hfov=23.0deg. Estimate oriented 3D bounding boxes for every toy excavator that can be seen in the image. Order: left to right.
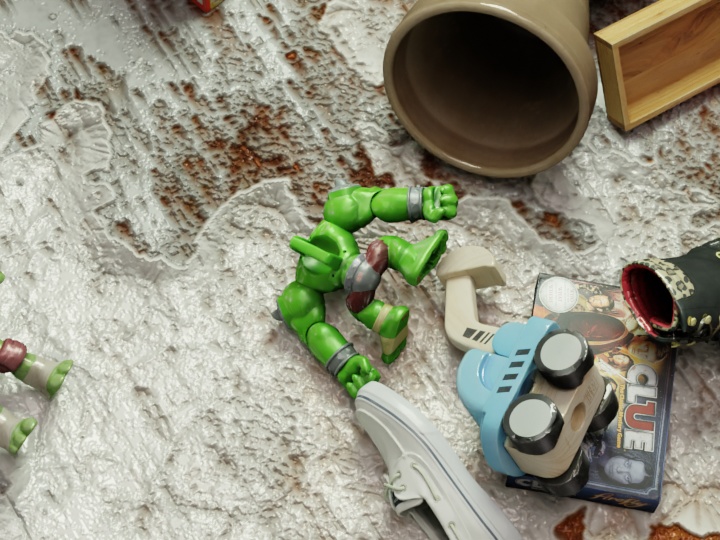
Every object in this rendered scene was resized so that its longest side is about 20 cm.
[{"bbox_3d":[0.124,0.077,1.546,0.199,0.100,0.195,14,65,34],"label":"toy excavator"}]

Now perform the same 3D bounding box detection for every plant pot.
[{"bbox_3d":[0.140,-0.216,1.685,0.199,0.201,0.175,19,46,7],"label":"plant pot"}]

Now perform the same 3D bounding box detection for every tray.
[{"bbox_3d":[0.323,-0.225,1.727,0.199,0.099,0.037,-28,37,-16],"label":"tray"}]

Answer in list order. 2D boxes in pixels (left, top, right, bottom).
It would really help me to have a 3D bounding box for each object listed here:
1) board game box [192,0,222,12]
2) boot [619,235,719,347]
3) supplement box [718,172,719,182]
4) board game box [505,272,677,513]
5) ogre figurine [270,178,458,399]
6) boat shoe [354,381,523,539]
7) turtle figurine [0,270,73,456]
[{"bbox_3d":[-0.188,-0.364,1.722,0.046,0.200,0.151,-41,71,-19],"label":"board game box"},{"bbox_3d":[0.331,0.058,1.567,0.153,0.074,0.204,-9,55,-39],"label":"boot"},{"bbox_3d":[0.426,-0.044,1.640,0.101,0.103,0.201,-19,64,-10],"label":"supplement box"},{"bbox_3d":[0.211,0.107,1.592,0.135,0.035,0.201,10,63,3],"label":"board game box"},{"bbox_3d":[0.000,0.000,1.598,0.120,0.098,0.201,26,109,16],"label":"ogre figurine"},{"bbox_3d":[0.054,0.184,1.524,0.067,0.074,0.200,-38,72,-21],"label":"boat shoe"},{"bbox_3d":[-0.345,0.058,1.520,0.194,0.200,0.144,33,25,-8],"label":"turtle figurine"}]
